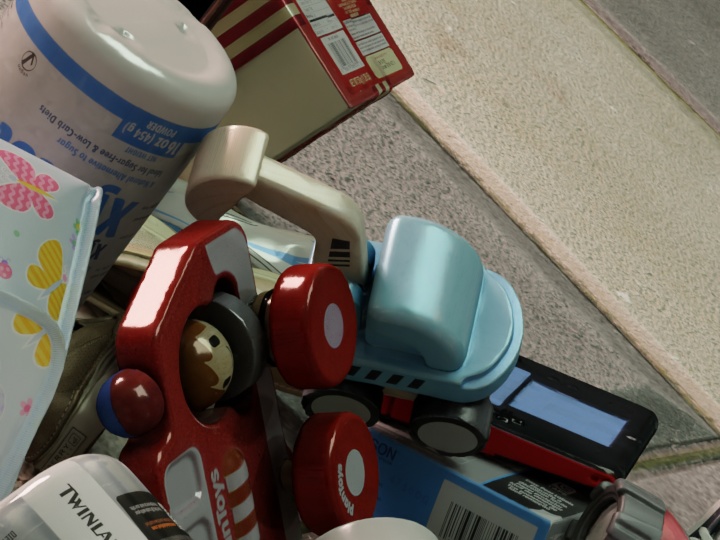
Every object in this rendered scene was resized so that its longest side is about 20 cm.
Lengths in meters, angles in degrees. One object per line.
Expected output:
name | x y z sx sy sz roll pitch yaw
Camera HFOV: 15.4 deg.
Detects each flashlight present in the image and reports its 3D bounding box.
flashlight | 0.210 0.192 1.514 0.200 0.068 0.068 30 -22 -15

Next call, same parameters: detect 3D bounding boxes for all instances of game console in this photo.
game console | 0.092 0.081 1.655 0.176 0.031 0.200 18 12 11

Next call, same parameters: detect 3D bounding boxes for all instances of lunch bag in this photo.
lunch bag | -0.231 0.017 1.309 0.169 0.127 0.200 29 47 -21

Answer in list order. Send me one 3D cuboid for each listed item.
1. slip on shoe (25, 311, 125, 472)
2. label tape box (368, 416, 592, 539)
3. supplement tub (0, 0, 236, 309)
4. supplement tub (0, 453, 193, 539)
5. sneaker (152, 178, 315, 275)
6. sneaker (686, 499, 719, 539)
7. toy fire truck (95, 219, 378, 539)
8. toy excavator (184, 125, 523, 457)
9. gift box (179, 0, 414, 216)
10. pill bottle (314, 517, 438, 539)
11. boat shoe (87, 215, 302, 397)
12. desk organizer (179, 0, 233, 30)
slip on shoe | -0.148 0.049 1.469 0.061 0.076 0.200 38 28 -2
label tape box | 0.089 0.137 1.624 0.143 0.066 0.200 25 16 25
supplement tub | -0.172 -0.064 1.473 0.132 0.200 0.132 32 22 -14
supplement tub | -0.094 0.190 1.193 0.200 0.123 0.122 45 22 18
sneaker | -0.053 0.004 1.670 0.199 0.073 0.072 21 -2 -2
sneaker | 0.227 0.191 1.708 0.080 0.130 0.199 48 23 26
toy fire truck | -0.077 0.083 1.370 0.168 0.112 0.201 -39 123 -62
toy excavator | 0.000 0.000 1.488 0.194 0.200 0.100 12 58 3
gift box | -0.092 -0.125 1.764 0.200 0.186 0.184 61 21 3
pill bottle | 0.023 0.223 1.299 0.113 0.113 0.200 23 33 -35
boat shoe | -0.092 0.029 1.606 0.200 0.072 0.065 31 31 -14
desk organizer | -0.150 -0.129 1.623 0.072 0.200 0.077 37 -2 -4
